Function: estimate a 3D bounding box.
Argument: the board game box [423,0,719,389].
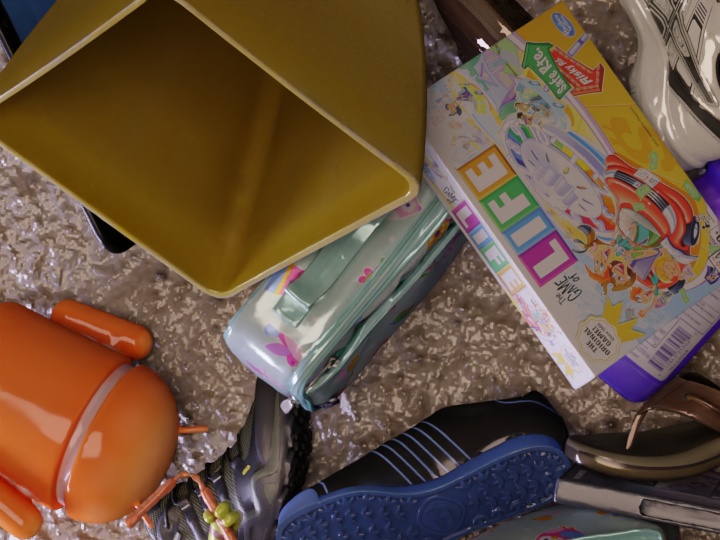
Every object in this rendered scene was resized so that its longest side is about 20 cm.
[{"bbox_3d":[0.127,-0.047,1.603,0.134,0.034,0.200,-34,87,-24],"label":"board game box"}]

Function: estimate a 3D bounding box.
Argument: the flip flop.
[{"bbox_3d":[0.224,0.090,1.658,0.200,0.081,0.058,-12,101,-4],"label":"flip flop"}]

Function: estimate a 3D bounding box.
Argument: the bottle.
[{"bbox_3d":[0.215,-0.011,1.676,0.083,0.065,0.200,39,101,-4],"label":"bottle"}]

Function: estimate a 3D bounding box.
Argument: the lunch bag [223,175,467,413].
[{"bbox_3d":[0.000,0.000,1.666,0.077,0.160,0.200,38,85,6],"label":"lunch bag"}]

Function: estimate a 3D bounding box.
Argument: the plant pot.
[{"bbox_3d":[-0.077,-0.133,1.574,0.200,0.177,0.200,37,139,-24],"label":"plant pot"}]

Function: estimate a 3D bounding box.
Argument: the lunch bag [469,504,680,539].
[{"bbox_3d":[0.106,0.215,1.663,0.200,0.170,0.122,-11,91,9],"label":"lunch bag"}]

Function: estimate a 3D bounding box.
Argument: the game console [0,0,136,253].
[{"bbox_3d":[-0.126,-0.137,1.656,0.176,0.116,0.200,-26,99,-5],"label":"game console"}]

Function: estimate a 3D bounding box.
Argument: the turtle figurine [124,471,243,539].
[{"bbox_3d":[-0.095,0.238,1.710,0.161,0.064,0.200,24,101,4],"label":"turtle figurine"}]

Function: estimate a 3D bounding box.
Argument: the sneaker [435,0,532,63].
[{"bbox_3d":[0.100,-0.109,1.690,0.076,0.070,0.200,-43,82,18],"label":"sneaker"}]

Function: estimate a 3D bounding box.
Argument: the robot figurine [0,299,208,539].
[{"bbox_3d":[-0.208,0.097,1.758,0.200,0.144,0.117,25,116,10],"label":"robot figurine"}]

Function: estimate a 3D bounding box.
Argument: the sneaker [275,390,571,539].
[{"bbox_3d":[0.040,0.135,1.716,0.200,0.078,0.070,-16,121,6],"label":"sneaker"}]

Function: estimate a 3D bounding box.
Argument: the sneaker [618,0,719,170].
[{"bbox_3d":[0.211,-0.166,1.652,0.088,0.076,0.200,-12,88,29],"label":"sneaker"}]

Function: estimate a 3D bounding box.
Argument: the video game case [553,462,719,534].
[{"bbox_3d":[0.229,0.146,1.645,0.200,0.143,0.019,9,96,12],"label":"video game case"}]

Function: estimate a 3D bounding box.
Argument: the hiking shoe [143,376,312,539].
[{"bbox_3d":[-0.095,0.156,1.756,0.100,0.076,0.200,15,98,8],"label":"hiking shoe"}]
